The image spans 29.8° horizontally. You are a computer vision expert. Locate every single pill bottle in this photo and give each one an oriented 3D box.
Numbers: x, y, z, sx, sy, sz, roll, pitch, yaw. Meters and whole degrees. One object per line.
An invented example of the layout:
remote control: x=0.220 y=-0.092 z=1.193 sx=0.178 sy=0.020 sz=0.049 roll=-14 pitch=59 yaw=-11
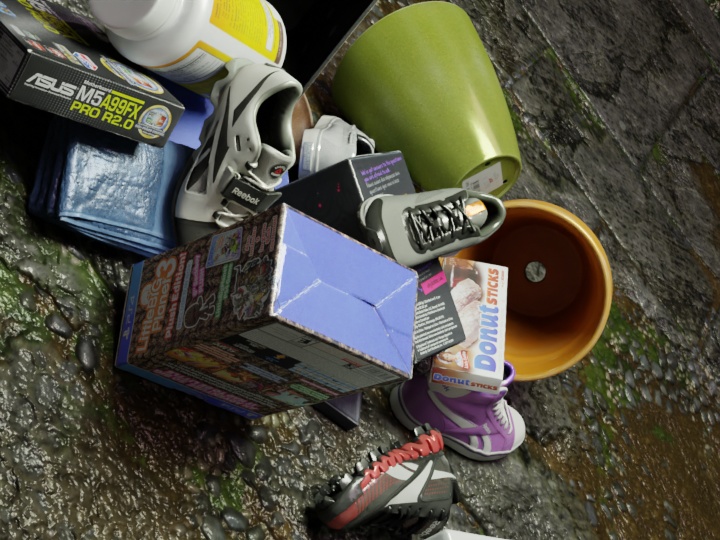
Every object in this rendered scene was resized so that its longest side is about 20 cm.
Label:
pill bottle: x=-0.155 y=-0.223 z=1.212 sx=0.200 sy=0.109 sz=0.109 roll=19 pitch=46 yaw=-65

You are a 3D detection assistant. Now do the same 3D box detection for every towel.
towel: x=-0.190 y=-0.069 z=1.203 sx=0.200 sy=0.048 sz=0.112 roll=20 pitch=73 yaw=-41

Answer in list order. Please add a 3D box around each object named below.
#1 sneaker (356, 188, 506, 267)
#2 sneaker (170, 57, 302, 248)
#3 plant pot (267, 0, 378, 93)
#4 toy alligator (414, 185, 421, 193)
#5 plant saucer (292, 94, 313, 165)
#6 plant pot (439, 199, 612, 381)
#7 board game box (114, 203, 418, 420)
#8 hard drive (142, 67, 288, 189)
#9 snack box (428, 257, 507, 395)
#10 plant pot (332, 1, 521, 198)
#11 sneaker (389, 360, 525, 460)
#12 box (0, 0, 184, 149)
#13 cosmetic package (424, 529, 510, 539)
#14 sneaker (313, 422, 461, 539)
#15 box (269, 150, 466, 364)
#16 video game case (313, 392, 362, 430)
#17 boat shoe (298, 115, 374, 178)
sneaker: x=0.064 y=-0.045 z=1.237 sx=0.200 sy=0.079 sz=0.074 roll=-17 pitch=89 yaw=-56
sneaker: x=-0.104 y=-0.084 z=1.181 sx=0.074 sy=0.088 sz=0.201 roll=10 pitch=96 yaw=-45
plant pot: x=-0.088 y=-0.324 z=1.414 sx=0.200 sy=0.200 sz=0.177 roll=37 pitch=14 yaw=-13
toy alligator: x=0.036 y=-0.074 z=1.550 sx=0.200 sy=0.059 sz=0.054 roll=18 pitch=87 yaw=-70
plant saucer: x=-0.133 y=-0.188 z=1.435 sx=0.200 sy=0.037 sz=0.201 roll=35 pitch=37 yaw=-32
plant pot: x=0.197 y=0.012 z=1.576 sx=0.200 sy=0.200 sz=0.183 roll=57 pitch=16 yaw=1
board game box: x=-0.078 y=0.042 z=1.135 sx=0.159 sy=0.200 sz=0.097 roll=27 pitch=57 yaw=-39
hard drive: x=-0.156 y=-0.120 z=1.306 sx=0.200 sy=0.025 sz=0.132 roll=7 pitch=70 yaw=-42
snack box: x=0.114 y=0.053 z=1.403 sx=0.072 sy=0.024 sz=0.200 roll=11 pitch=34 yaw=0
plant pot: x=0.094 y=-0.168 z=1.543 sx=0.187 sy=0.187 sz=0.200 roll=10 pitch=42 yaw=-50
sneaker: x=0.138 y=0.143 z=1.435 sx=0.200 sy=0.114 sz=0.073 roll=19 pitch=46 yaw=-46
box: x=-0.265 y=-0.186 z=1.161 sx=0.160 sy=0.044 sz=0.200 roll=16 pitch=21 yaw=-45
cosmetic package: x=0.092 y=0.334 z=1.153 sx=0.200 sy=0.165 sz=0.165 roll=20 pitch=47 yaw=-45
sneaker: x=0.034 y=0.213 z=1.271 sx=0.200 sy=0.071 sz=0.098 roll=-14 pitch=72 yaw=-58
box: x=0.000 y=0.000 z=1.304 sx=0.106 sy=0.122 sz=0.201 roll=-15 pitch=85 yaw=-57
video game case: x=-0.070 y=0.050 z=1.326 sx=0.200 sy=0.019 sz=0.143 roll=37 pitch=37 yaw=-27
boat shoe: x=-0.020 y=-0.128 z=1.445 sx=0.200 sy=0.068 sz=0.072 roll=-33 pitch=132 yaw=-83
